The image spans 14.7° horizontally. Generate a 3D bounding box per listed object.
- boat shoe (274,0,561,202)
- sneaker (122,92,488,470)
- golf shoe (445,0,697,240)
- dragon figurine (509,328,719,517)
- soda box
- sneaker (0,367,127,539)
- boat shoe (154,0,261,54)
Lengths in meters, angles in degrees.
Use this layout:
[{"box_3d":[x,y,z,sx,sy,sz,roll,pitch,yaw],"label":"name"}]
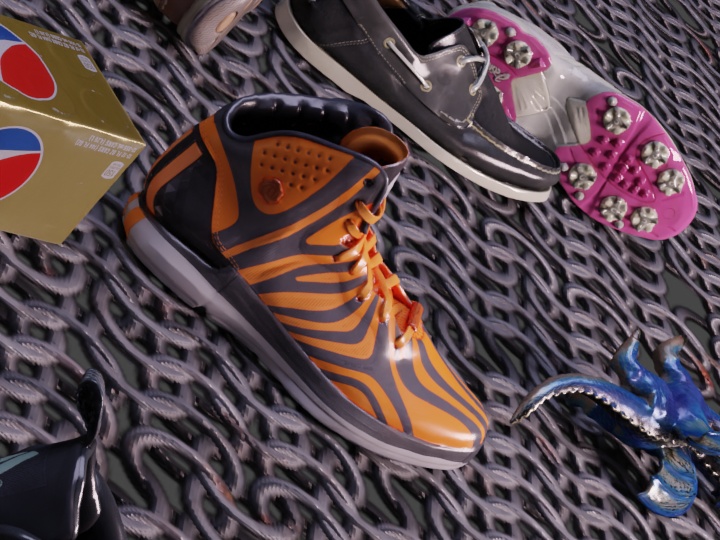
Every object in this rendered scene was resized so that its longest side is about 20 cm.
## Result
[{"box_3d":[0.046,-0.109,1.605,0.200,0.068,0.072,37,20,-21],"label":"boat shoe"},{"box_3d":[0.000,0.000,1.248,0.200,0.112,0.078,38,22,-16],"label":"sneaker"},{"box_3d":[0.131,-0.100,1.734,0.200,0.075,0.092,41,18,-10],"label":"golf shoe"},{"box_3d":[0.162,0.087,1.452,0.099,0.059,0.200,52,21,22],"label":"dragon figurine"},{"box_3d":[-0.182,-0.070,1.119,0.200,0.064,0.068,14,35,-52],"label":"soda box"},{"box_3d":[-0.132,0.071,0.837,0.200,0.140,0.078,39,22,-13],"label":"sneaker"},{"box_3d":[-0.073,-0.181,1.515,0.072,0.076,0.200,40,20,-3],"label":"boat shoe"}]
